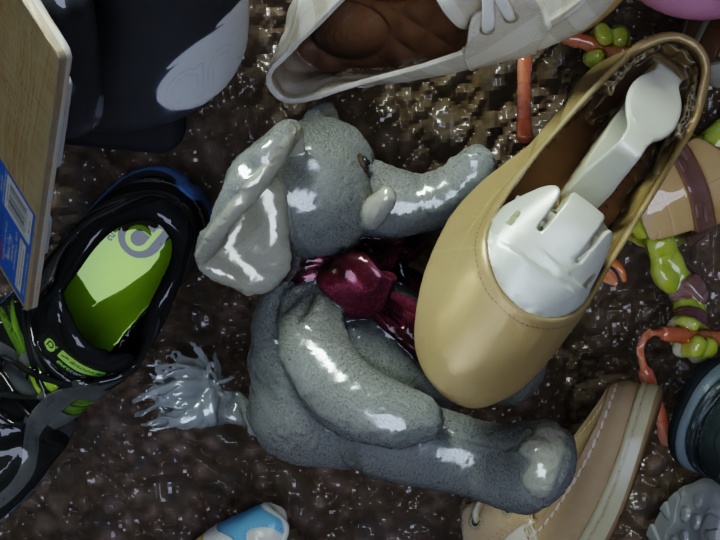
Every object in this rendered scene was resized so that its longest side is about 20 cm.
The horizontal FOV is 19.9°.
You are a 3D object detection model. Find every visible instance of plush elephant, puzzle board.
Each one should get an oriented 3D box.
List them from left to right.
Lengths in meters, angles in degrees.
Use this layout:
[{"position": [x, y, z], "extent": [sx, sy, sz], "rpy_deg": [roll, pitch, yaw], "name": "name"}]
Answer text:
[{"position": [-0.162, -0.090, 0.853], "extent": [0.017, 0.200, 0.151], "rpy_deg": [-26, 70, -24], "name": "puzzle board"}, {"position": [0.000, 0.000, 0.902], "extent": [0.199, 0.165, 0.155], "rpy_deg": [4, 109, 6], "name": "plush elephant"}]

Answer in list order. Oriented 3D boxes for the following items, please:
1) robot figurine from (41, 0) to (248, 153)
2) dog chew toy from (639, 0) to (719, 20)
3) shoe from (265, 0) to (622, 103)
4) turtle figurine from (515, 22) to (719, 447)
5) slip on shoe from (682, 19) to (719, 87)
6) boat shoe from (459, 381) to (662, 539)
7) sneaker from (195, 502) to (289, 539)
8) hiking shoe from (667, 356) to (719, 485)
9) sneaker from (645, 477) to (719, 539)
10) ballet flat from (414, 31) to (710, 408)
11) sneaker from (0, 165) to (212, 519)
[{"position": [-0.110, -0.141, 0.873], "extent": [0.125, 0.200, 0.150], "rpy_deg": [-25, 55, -23], "name": "robot figurine"}, {"position": [0.139, -0.163, 0.869], "extent": [0.124, 0.200, 0.125], "rpy_deg": [-23, 130, -31], "name": "dog chew toy"}, {"position": [0.035, -0.111, 0.883], "extent": [0.053, 0.200, 0.070], "rpy_deg": [-46, 112, -39], "name": "shoe"}, {"position": [0.160, -0.032, 0.957], "extent": [0.161, 0.064, 0.201], "rpy_deg": [-19, 91, -7], "name": "turtle figurine"}, {"position": [0.223, -0.150, 0.926], "extent": [0.061, 0.076, 0.200], "rpy_deg": [47, 72, -31], "name": "slip on shoe"}, {"position": [0.074, 0.123, 0.948], "extent": [0.064, 0.071, 0.200], "rpy_deg": [30, 121, 5], "name": "boat shoe"}, {"position": [-0.012, 0.202, 0.980], "extent": [0.081, 0.077, 0.200], "rpy_deg": [-39, 100, 3], "name": "sneaker"}, {"position": [0.235, 0.097, 0.944], "extent": [0.199, 0.087, 0.075], "rpy_deg": [10, 106, -30], "name": "hiking shoe"}, {"position": [0.182, 0.195, 0.996], "extent": [0.080, 0.076, 0.201], "rpy_deg": [-3, 104, -13], "name": "sneaker"}, {"position": [0.086, -0.030, 0.844], "extent": [0.069, 0.063, 0.200], "rpy_deg": [38, 57, -7], "name": "ballet flat"}, {"position": [-0.142, 0.036, 0.944], "extent": [0.071, 0.083, 0.200], "rpy_deg": [38, 96, -7], "name": "sneaker"}]
